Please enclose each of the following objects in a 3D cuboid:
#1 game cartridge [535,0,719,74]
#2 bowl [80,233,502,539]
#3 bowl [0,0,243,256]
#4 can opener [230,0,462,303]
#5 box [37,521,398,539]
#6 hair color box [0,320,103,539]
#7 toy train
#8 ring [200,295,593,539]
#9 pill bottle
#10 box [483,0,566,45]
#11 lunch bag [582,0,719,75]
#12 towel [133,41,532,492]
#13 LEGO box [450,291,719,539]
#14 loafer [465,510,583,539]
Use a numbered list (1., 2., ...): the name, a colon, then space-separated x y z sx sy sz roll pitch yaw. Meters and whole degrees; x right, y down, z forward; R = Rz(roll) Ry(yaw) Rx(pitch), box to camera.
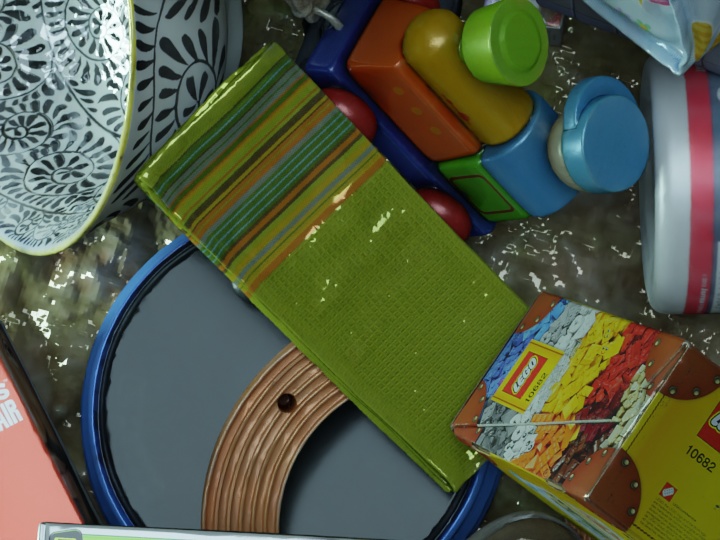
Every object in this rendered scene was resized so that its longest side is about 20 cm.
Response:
1. game cartridge: 0.173 -0.182 1.257 0.129 0.038 0.201 21 69 22
2. bowl: -0.031 0.066 1.298 0.199 0.039 0.202 0 82 2
3. bowl: -0.115 -0.111 1.277 0.094 0.200 0.202 -7 80 -35
4. can opener: -0.016 -0.078 1.283 0.078 0.063 0.201 17 62 14
5. box: -0.037 0.165 1.175 0.199 0.035 0.111 2 79 1
6. hair color box: -0.148 0.117 1.259 0.064 0.111 0.201 -28 82 -3
7. toy train: 0.030 -0.097 1.220 0.200 0.115 0.085 45 59 -30
8. ring: 0.027 0.111 1.257 0.199 0.019 0.202 -1 97 -10
9. pill bottle: 0.227 -0.041 1.262 0.199 0.120 0.120 -1 82 1
10. box: 0.095 -0.207 1.331 0.038 0.041 0.201 11 83 4
11. lunch bag: 0.120 -0.213 1.193 0.169 0.127 0.200 -39 62 -18
12. towel: 0.000 0.000 1.222 0.086 0.018 0.200 -45 102 -3
13. LEGO box: 0.156 0.104 1.194 0.200 0.149 0.077 37 84 -20
14. loafer: 0.043 0.199 1.223 0.073 0.071 0.201 29 91 -13
